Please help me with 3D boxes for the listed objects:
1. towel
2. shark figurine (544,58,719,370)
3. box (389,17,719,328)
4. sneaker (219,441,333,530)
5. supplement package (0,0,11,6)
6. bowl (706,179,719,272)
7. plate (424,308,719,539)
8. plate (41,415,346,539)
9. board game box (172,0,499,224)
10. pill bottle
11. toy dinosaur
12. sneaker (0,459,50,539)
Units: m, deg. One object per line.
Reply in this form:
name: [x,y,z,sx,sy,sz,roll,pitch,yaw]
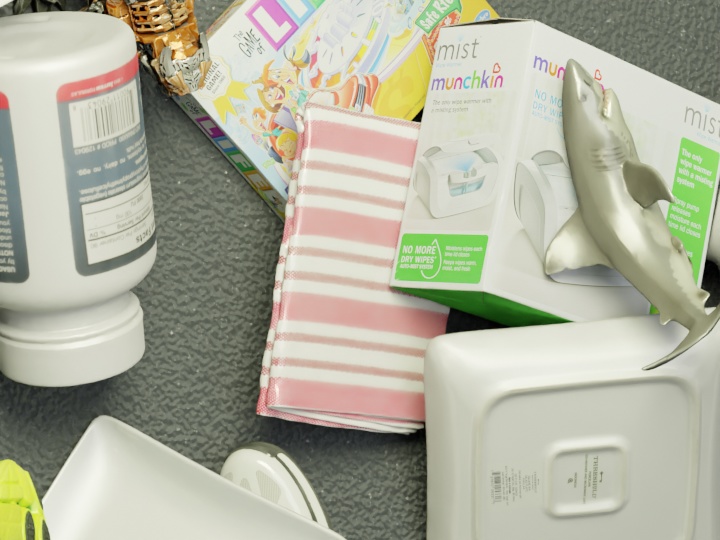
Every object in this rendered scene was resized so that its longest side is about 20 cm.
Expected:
towel: [0.000,0.000,1.559,0.146,0.030,0.202,10,86,-45]
shark figurine: [0.158,-0.009,1.492,0.089,0.128,0.215,-23,56,0]
box: [0.132,-0.049,1.595,0.199,0.096,0.178,19,79,-40]
sneaker: [-0.068,0.211,1.495,0.115,0.075,0.202,-13,96,-61]
supplement package: [-0.291,-0.220,1.392,0.151,0.150,0.201,-31,101,-23]
bowl: [0.286,-0.044,1.663,0.094,0.201,0.202,11,82,2]
plate: [0.141,0.126,1.571,0.198,0.032,0.201,-5,119,-7]
plate: [-0.129,0.210,1.458,0.200,0.199,0.032,-58,152,-17]
board game box: [-0.018,-0.143,1.583,0.135,0.034,0.200,47,70,-16]
pill bottle: [-0.182,-0.041,1.438,0.119,0.119,0.201,-14,113,-25]
toy dinosaur: [-0.143,-0.202,1.470,0.101,0.136,0.202,-3,89,-25]
sneaker: [-0.240,0.199,1.436,0.074,0.083,0.201,58,40,-51]
